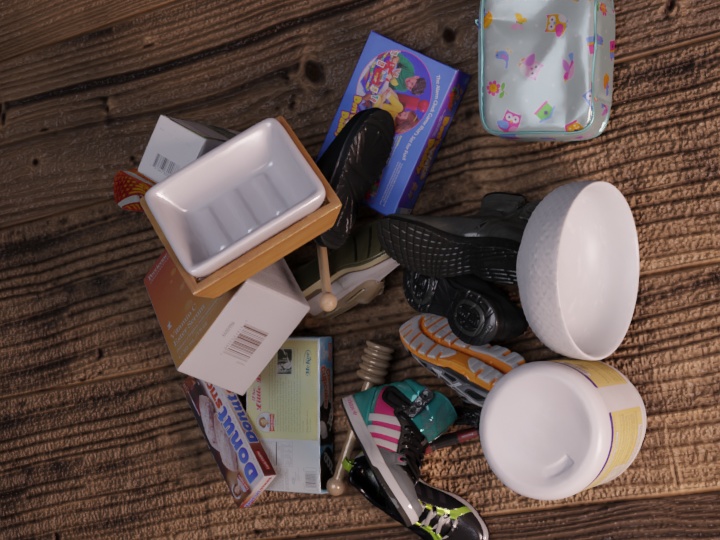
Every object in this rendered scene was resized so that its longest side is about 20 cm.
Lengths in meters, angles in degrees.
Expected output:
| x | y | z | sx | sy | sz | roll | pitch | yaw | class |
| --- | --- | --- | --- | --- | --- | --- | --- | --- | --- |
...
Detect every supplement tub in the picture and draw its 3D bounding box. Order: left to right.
| x | y | z | sx | sy | sz | roll | pitch | yaw | class |
| --- | --- | --- | --- | --- | --- | --- | --- | --- | --- |
| 0.229 | 0.170 | 1.432 | 0.145 | 0.200 | 0.146 | -1 | 87 | 27 | supplement tub |

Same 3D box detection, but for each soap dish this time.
| x | y | z | sx | sy | sz | roll | pitch | yaw | class |
| --- | --- | --- | --- | --- | --- | --- | --- | --- | --- |
| -0.138 | -0.071 | 1.521 | 0.200 | 0.081 | 0.158 | -31 | 58 | -5 | soap dish |

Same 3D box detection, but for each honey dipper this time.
| x | y | z | sx | sy | sz | roll | pitch | yaw | class |
| --- | --- | --- | --- | --- | --- | --- | --- | --- | --- |
| -0.046 | -0.025 | 1.616 | 0.038 | 0.038 | 0.200 | -35 | 39 | 22 | honey dipper |
| -0.003 | 0.188 | 1.634 | 0.038 | 0.038 | 0.201 | 19 | 96 | 27 | honey dipper |

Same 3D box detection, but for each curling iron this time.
| x | y | z | sx | sy | sz | roll | pitch | yaw | class |
| --- | --- | --- | --- | --- | --- | --- | --- | --- | --- |
| 0.078 | 0.209 | 1.611 | 0.200 | 0.026 | 0.050 | -29 | 54 | 29 | curling iron |

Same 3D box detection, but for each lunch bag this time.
| x | y | z | sx | sy | sz | roll | pitch | yaw | class |
| --- | --- | --- | --- | --- | --- | --- | --- | --- | --- |
| 0.213 | -0.252 | 1.525 | 0.160 | 0.077 | 0.201 | 1 | 88 | 29 | lunch bag |

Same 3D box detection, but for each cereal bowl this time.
| x | y | z | sx | sy | sz | roll | pitch | yaw | class |
| --- | --- | --- | --- | --- | --- | --- | --- | --- | --- |
| 0.231 | -0.001 | 1.442 | 0.083 | 0.200 | 0.201 | 1 | 89 | 37 | cereal bowl |

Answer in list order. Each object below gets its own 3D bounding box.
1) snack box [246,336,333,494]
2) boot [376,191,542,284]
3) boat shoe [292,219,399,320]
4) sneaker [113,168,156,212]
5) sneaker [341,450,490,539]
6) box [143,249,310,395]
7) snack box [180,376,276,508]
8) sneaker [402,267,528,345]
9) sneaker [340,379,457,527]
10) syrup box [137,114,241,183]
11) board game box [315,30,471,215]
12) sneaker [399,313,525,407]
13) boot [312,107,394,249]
| x | y | z | sx | sy | sz | roll | pitch | yaw | class |
| --- | --- | --- | --- | --- | --- | --- | --- | --- | --- |
| -0.093 | 0.186 | 1.691 | 0.116 | 0.037 | 0.201 | -1 | 88 | 29 | snack box |
| 0.131 | -0.049 | 1.539 | 0.199 | 0.131 | 0.068 | 13 | 128 | 21 | boot |
| 0.000 | 0.000 | 1.631 | 0.200 | 0.068 | 0.075 | -26 | 36 | 31 | boat shoe |
| -0.238 | -0.087 | 1.657 | 0.200 | 0.077 | 0.073 | 36 | 124 | 40 | sneaker |
| 0.061 | 0.289 | 1.572 | 0.200 | 0.083 | 0.072 | 32 | 105 | 13 | sneaker |
| -0.175 | 0.030 | 1.656 | 0.152 | 0.106 | 0.200 | -52 | 38 | 16 | box |
| -0.176 | 0.209 | 1.711 | 0.072 | 0.024 | 0.200 | -51 | 54 | 31 | snack box |
| 0.124 | 0.032 | 1.566 | 0.200 | 0.090 | 0.076 | 45 | 121 | 44 | sneaker |
| 0.063 | 0.201 | 1.529 | 0.120 | 0.084 | 0.200 | -26 | 44 | -3 | sneaker |
| -0.183 | -0.137 | 1.658 | 0.079 | 0.200 | 0.082 | 29 | 101 | 26 | syrup box |
| 0.036 | -0.181 | 1.633 | 0.134 | 0.045 | 0.201 | 29 | 102 | 25 | board game box |
| 0.120 | 0.115 | 1.562 | 0.200 | 0.078 | 0.077 | 33 | 146 | 41 | sneaker |
| -0.061 | -0.124 | 1.616 | 0.162 | 0.073 | 0.199 | 19 | 82 | 41 | boot |
